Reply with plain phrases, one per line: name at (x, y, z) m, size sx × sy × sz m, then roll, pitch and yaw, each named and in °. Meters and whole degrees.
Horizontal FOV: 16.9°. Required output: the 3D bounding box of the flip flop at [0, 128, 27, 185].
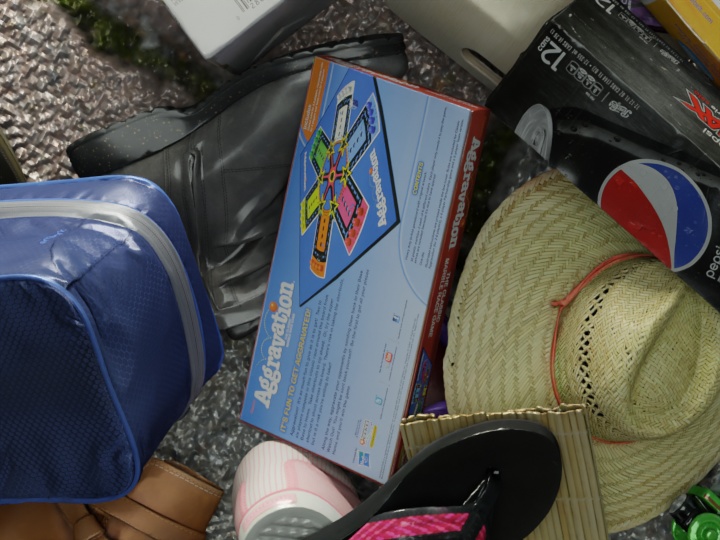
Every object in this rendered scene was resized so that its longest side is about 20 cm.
flip flop at (-0.231, -0.101, 1.314) m, size 0.081 × 0.058 × 0.201 m, roll -21°, pitch 104°, yaw 8°

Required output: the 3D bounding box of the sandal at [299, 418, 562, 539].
sandal at (0.017, 0.144, 1.199) m, size 0.200 × 0.045 × 0.075 m, roll -32°, pitch 118°, yaw 8°

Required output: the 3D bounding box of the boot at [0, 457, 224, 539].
boot at (-0.116, 0.182, 1.297) m, size 0.200 × 0.074 × 0.155 m, roll 36°, pitch 88°, yaw 0°

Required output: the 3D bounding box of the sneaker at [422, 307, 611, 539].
sneaker at (0.055, 0.092, 1.278) m, size 0.081 × 0.083 × 0.200 m, roll -38°, pitch 88°, yaw 3°

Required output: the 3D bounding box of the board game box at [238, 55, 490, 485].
board game box at (0.000, 0.000, 1.242) m, size 0.103 × 0.019 × 0.201 m, roll 21°, pitch 107°, yaw 31°

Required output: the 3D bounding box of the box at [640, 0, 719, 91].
box at (0.228, -0.190, 1.223) m, size 0.200 × 0.041 × 0.119 m, roll -43°, pitch 96°, yaw -9°

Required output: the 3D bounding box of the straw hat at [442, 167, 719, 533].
straw hat at (0.144, 0.041, 1.233) m, size 0.200 × 0.085 × 0.202 m, roll 0°, pitch 89°, yaw -22°

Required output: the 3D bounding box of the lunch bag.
lunch bag at (-0.179, 0.034, 1.249) m, size 0.199 × 0.132 × 0.136 m, roll -2°, pitch 117°, yaw 25°

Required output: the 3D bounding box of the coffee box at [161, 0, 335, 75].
coffee box at (-0.102, -0.208, 1.273) m, size 0.080 × 0.114 × 0.200 m, roll -37°, pitch 87°, yaw 3°

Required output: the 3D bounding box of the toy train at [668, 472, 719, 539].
toy train at (0.245, 0.177, 1.276) m, size 0.200 × 0.042 × 0.056 m, roll 43°, pitch 84°, yaw -7°

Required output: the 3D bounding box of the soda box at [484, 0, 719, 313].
soda box at (0.163, -0.049, 1.204) m, size 0.200 × 0.071 × 0.063 m, roll 42°, pitch 124°, yaw 5°

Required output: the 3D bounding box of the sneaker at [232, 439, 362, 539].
sneaker at (-0.008, 0.173, 1.295) m, size 0.075 × 0.105 × 0.201 m, roll -29°, pitch 118°, yaw 3°

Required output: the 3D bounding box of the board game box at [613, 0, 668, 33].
board game box at (0.193, -0.219, 1.251) m, size 0.119 × 0.032 × 0.201 m, roll 6°, pitch 89°, yaw -12°

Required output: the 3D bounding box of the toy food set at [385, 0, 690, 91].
toy food set at (0.129, -0.176, 1.285) m, size 0.143 × 0.060 × 0.200 m, roll 38°, pitch 85°, yaw -6°

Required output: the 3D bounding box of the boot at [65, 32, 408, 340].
boot at (-0.049, -0.041, 1.300) m, size 0.199 × 0.070 × 0.132 m, roll -21°, pitch 93°, yaw 13°

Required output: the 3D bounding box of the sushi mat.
sushi mat at (0.084, 0.152, 1.252) m, size 0.095 × 0.012 × 0.201 m, roll -3°, pitch 122°, yaw 16°
